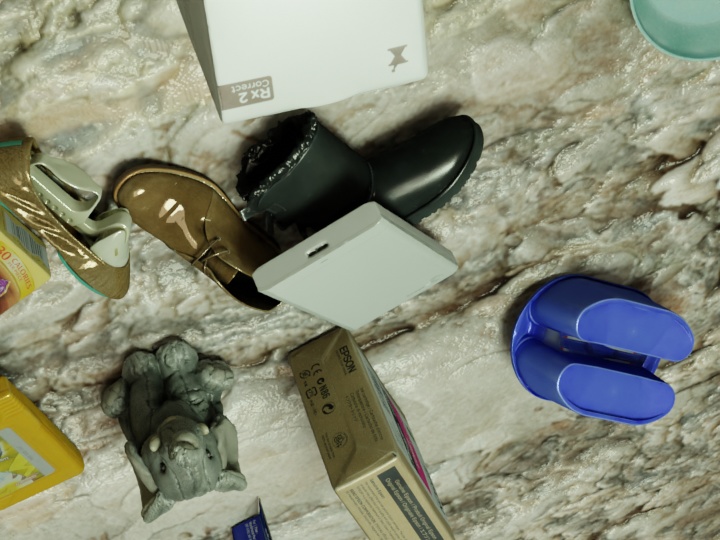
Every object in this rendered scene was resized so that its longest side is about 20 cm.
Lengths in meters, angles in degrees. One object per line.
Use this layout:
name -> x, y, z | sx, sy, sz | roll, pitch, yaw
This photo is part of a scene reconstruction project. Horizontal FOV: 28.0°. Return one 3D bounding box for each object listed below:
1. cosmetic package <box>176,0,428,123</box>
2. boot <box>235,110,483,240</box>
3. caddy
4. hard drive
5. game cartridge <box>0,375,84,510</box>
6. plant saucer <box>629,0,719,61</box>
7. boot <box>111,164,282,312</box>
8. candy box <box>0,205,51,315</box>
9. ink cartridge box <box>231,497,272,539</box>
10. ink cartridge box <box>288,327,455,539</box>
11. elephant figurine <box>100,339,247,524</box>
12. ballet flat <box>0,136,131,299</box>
cosmetic package -> -0.058, -0.244, 1.100 | 0.165, 0.200, 0.165 | -15, 130, -10
boot -> -0.005, -0.097, 1.319 | 0.198, 0.073, 0.162 | -41, 134, 21
caddy -> 0.255, 0.083, 1.541 | 0.200, 0.105, 0.142 | 14, 97, -29
hard drive -> 0.000, 0.000, 1.354 | 0.132, 0.026, 0.200 | -30, 157, 15
game cartridge -> -0.381, 0.183, 1.389 | 0.176, 0.032, 0.200 | -25, 150, 0
plant saucer -> 0.331, -0.287, 1.320 | 0.200, 0.036, 0.200 | -10, 129, -12
boot -> -0.139, -0.029, 1.323 | 0.074, 0.076, 0.200 | -44, 127, 18
candy box -> -0.376, -0.033, 1.243 | 0.117, 0.056, 0.200 | -34, 132, 8
ink cartridge box -> -0.114, 0.359, 1.620 | 0.039, 0.100, 0.200 | -9, 128, -12
ink cartridge box -> 0.011, 0.181, 1.459 | 0.075, 0.200, 0.165 | -29, 132, 4
elephant figurine -> -0.174, 0.176, 1.386 | 0.142, 0.200, 0.155 | -45, 128, 16
ballet flat -> -0.248, -0.048, 1.269 | 0.072, 0.068, 0.200 | -24, 128, 22
